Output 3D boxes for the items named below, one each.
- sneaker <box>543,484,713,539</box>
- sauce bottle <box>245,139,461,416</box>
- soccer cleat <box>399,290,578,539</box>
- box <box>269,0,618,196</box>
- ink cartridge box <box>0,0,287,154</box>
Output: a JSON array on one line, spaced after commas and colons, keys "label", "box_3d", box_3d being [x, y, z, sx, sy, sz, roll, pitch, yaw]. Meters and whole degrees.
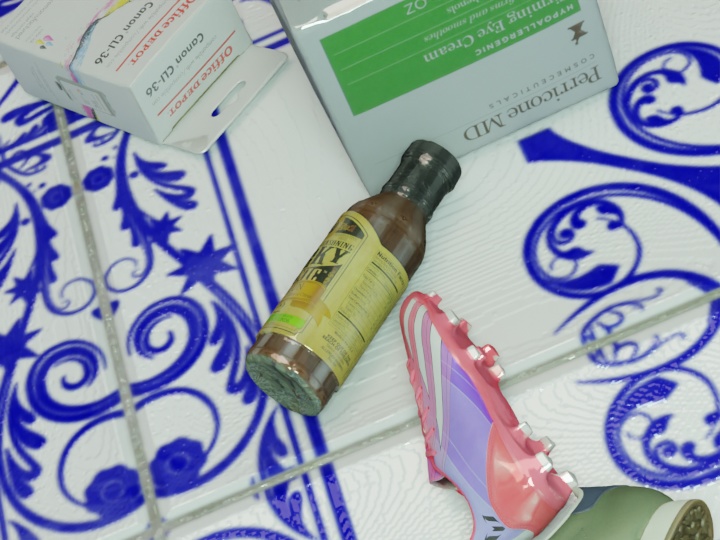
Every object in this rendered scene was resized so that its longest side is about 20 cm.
[{"label": "sneaker", "box_3d": [0.109, 0.198, 1.090, 0.090, 0.067, 0.200, 15, 58, 41]}, {"label": "sauce bottle", "box_3d": [0.000, 0.000, 1.299, 0.065, 0.065, 0.200, 16, 58, 32]}, {"label": "soccer cleat", "box_3d": [0.058, 0.088, 1.203, 0.076, 0.067, 0.200, -41, 44, 8]}, {"label": "box", "box_3d": [0.039, -0.201, 1.377, 0.199, 0.171, 0.200, -25, 47, 1]}, {"label": "ink cartridge box", "box_3d": [-0.166, -0.170, 1.507, 0.200, 0.068, 0.117, 22, 63, 35]}]
